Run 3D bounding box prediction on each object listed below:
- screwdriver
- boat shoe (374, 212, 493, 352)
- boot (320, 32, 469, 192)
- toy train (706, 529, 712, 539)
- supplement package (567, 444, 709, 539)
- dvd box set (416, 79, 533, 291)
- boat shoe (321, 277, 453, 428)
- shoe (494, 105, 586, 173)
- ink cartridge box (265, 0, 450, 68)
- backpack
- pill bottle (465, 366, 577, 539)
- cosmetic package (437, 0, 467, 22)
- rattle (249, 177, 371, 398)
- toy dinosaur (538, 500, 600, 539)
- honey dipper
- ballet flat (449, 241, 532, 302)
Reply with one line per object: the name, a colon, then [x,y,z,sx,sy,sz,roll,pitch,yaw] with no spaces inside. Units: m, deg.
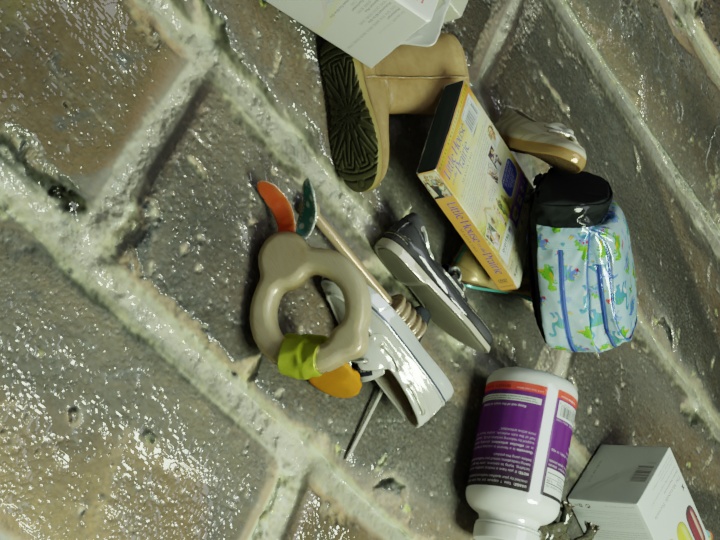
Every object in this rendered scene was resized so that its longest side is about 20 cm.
screwdriver: [0.028,0.121,1.324,0.201,0.028,0.029,-59,155,-30]
boat shoe: [0.098,0.016,1.367,0.200,0.072,0.063,47,70,-27]
boot: [0.052,-0.183,1.352,0.199,0.066,0.177,-10,94,-47]
toy train: [0.472,0.438,1.734,0.150,0.055,0.201,51,53,-31]
supplement package: [0.379,0.346,1.606,0.114,0.109,0.201,-47,118,-38]
dvd box set: [0.139,-0.095,1.371,0.200,0.029,0.147,50,43,-35]
boat shoe: [0.016,0.086,1.279,0.070,0.071,0.200,-47,112,-21]
shoe: [0.209,-0.159,1.421,0.069,0.200,0.054,21,96,-24]
ink cartridge box: [-0.001,-0.313,1.224,0.199,0.125,0.129,31,63,-19]
backpack: [0.256,-0.001,1.402,0.163,0.152,0.202,-51,151,-67]
pill bottle: [0.187,0.222,1.417,0.112,0.112,0.202,30,66,-40]
cosmetic package: [0.040,-0.375,1.341,0.200,0.087,0.104,43,56,-33]
rattle: [-0.043,0.016,1.231,0.142,0.130,0.201,16,48,-55]
toy dinosaur: [0.246,0.347,1.509,0.200,0.077,0.103,42,69,-41]
honey dipper: [0.000,0.000,1.289,0.200,0.038,0.038,50,53,-23]
ballet flat: [0.189,0.003,1.466,0.199,0.068,0.064,14,99,-45]
